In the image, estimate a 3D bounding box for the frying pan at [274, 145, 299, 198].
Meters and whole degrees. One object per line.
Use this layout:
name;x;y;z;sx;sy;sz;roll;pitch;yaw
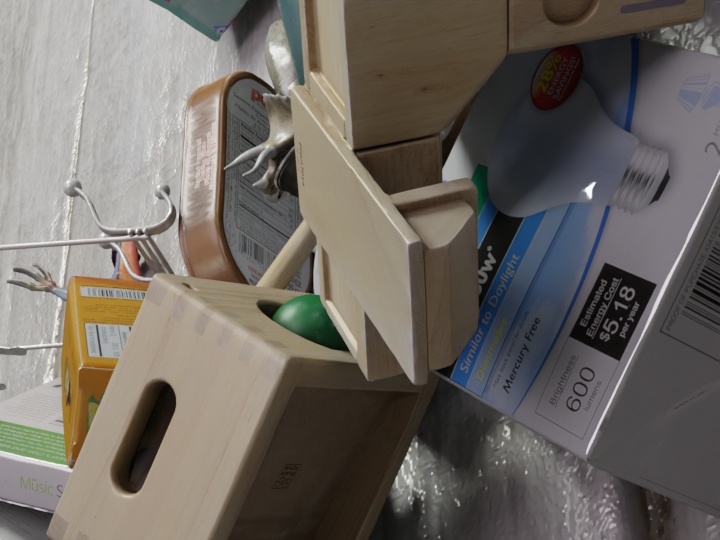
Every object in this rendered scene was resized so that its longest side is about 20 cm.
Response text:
frying pan;0.016;-0.079;0.983;0.115;0.190;0.031;-40;76;22

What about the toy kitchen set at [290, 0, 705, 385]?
toy kitchen set;0.077;-0.047;0.736;0.163;0.179;0.201;-123;25;-55

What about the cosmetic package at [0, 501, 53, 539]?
cosmetic package;-0.207;0.181;1.065;0.081;0.200;0.113;27;110;16

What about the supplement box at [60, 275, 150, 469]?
supplement box;-0.155;0.061;1.012;0.200;0.068;0.067;-121;38;-72

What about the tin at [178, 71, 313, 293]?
tin;-0.077;-0.052;1.131;0.042;0.112;0.201;-20;53;27

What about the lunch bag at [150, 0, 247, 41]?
lunch bag;-0.119;-0.326;1.352;0.170;0.122;0.201;-46;30;29

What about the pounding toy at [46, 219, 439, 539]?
pounding toy;-0.060;0.072;0.893;0.142;0.184;0.201;29;101;31

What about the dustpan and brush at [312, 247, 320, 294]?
dustpan and brush;0.000;0.000;1.019;0.200;0.057;0.141;24;115;52

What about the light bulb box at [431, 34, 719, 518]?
light bulb box;0.134;-0.008;0.808;0.200;0.124;0.199;26;91;55

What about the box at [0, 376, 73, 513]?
box;-0.164;0.108;1.036;0.143;0.200;0.037;9;103;23

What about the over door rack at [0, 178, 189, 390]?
over door rack;-0.208;0.006;1.150;0.199;0.148;0.067;-14;54;7

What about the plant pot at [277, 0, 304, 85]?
plant pot;0.010;-0.193;0.991;0.133;0.201;0.201;-15;46;0

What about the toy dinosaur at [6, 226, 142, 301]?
toy dinosaur;-0.179;0.047;1.270;0.199;0.105;0.182;6;60;20

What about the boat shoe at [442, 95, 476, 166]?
boat shoe;0.076;-0.057;0.972;0.072;0.065;0.200;62;142;23

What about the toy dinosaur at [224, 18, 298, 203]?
toy dinosaur;-0.032;-0.139;1.131;0.077;0.102;0.201;-32;47;38
